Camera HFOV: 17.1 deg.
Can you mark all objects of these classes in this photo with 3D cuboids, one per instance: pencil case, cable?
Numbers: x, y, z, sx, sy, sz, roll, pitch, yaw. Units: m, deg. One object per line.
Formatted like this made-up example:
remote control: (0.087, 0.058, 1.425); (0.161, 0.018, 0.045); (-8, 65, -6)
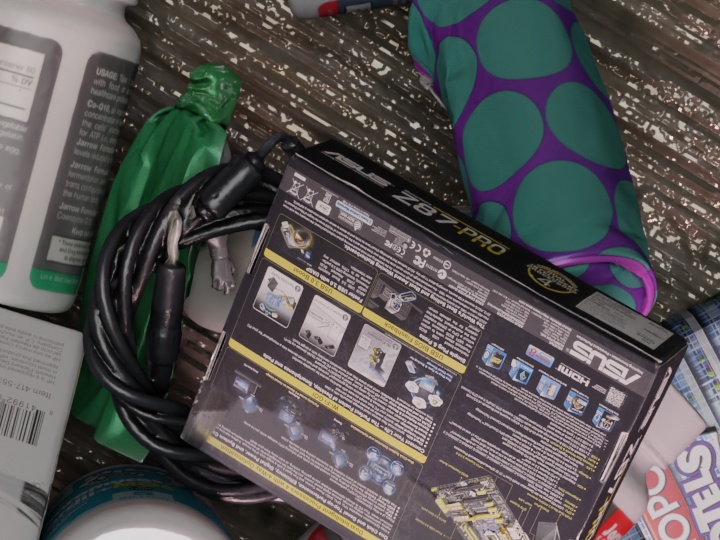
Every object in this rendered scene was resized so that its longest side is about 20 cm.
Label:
pencil case: (0.082, -0.057, 1.186); (0.092, 0.085, 0.201); (-33, 51, 27)
cable: (-0.045, 0.042, 1.211); (0.163, 0.051, 0.200); (-40, 116, -14)

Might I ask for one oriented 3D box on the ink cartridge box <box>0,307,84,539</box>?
ink cartridge box: (-0.230, 0.110, 1.179); (0.146, 0.086, 0.201); (17, 54, -10)

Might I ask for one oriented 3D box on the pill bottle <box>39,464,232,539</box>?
pill bottle: (-0.115, 0.159, 1.217); (0.110, 0.200, 0.112); (0, 93, -9)

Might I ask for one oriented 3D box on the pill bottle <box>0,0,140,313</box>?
pill bottle: (-0.179, -0.087, 1.254); (0.112, 0.113, 0.201); (16, 92, -1)

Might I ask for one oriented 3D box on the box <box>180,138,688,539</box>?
box: (0.030, 0.056, 1.114); (0.199, 0.049, 0.162); (29, 112, 16)

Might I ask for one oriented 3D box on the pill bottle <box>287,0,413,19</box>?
pill bottle: (0.052, -0.205, 1.249); (0.199, 0.120, 0.120); (-9, 92, 0)

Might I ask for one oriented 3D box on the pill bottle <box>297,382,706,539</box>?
pill bottle: (0.072, 0.113, 1.211); (0.200, 0.114, 0.114); (-44, 92, 2)

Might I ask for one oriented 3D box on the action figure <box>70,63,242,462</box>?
action figure: (-0.103, -0.012, 1.254); (0.054, 0.118, 0.201); (11, 102, -40)

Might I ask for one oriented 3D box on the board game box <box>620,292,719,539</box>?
board game box: (0.169, 0.139, 1.291); (0.199, 0.062, 0.201); (-28, 92, 0)

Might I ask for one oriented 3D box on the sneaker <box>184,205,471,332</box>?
sneaker: (0.000, 0.000, 1.280); (0.199, 0.072, 0.072); (-5, 94, 1)
